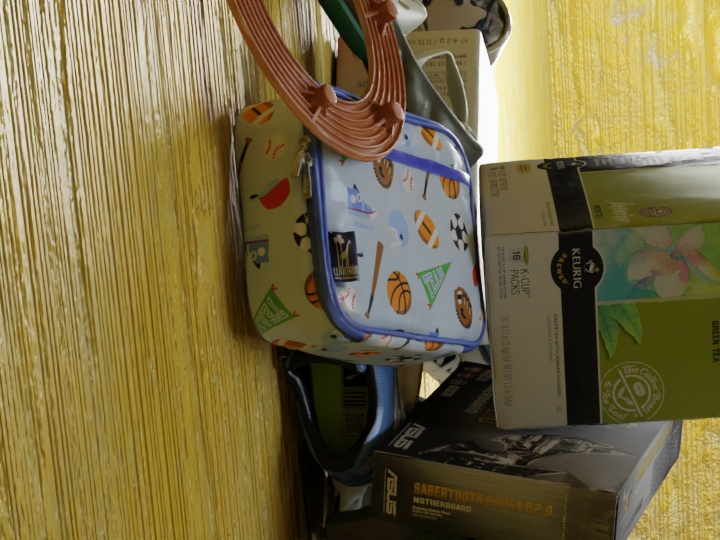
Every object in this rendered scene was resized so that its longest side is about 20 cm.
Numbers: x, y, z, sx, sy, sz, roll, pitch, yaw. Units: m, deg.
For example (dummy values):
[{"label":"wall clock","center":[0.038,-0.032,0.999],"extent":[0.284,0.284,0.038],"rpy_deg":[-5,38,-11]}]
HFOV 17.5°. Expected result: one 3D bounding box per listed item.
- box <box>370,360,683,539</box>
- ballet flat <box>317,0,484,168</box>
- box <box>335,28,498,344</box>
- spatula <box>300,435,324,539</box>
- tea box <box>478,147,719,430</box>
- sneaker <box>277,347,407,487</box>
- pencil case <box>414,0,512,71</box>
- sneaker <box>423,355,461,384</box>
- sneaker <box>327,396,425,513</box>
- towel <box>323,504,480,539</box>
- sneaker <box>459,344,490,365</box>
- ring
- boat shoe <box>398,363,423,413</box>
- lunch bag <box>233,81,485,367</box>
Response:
[{"label":"box","center":[0.111,0.118,1.498],"extent":[0.200,0.157,0.049],"rpy_deg":[-36,131,-65]},{"label":"ballet flat","center":[0.025,-0.149,1.586],"extent":[0.201,0.063,0.067],"rpy_deg":[62,-12,-22]},{"label":"box","center":[0.040,-0.058,1.698],"extent":[0.128,0.108,0.202],"rpy_deg":[66,24,-67]},{"label":"spatula","center":[-0.035,0.182,1.469],"extent":[0.057,0.020,0.201],"rpy_deg":[79,13,-47]},{"label":"tea box","center":[0.178,0.007,1.531],"extent":[0.200,0.195,0.135],"rpy_deg":[-82,167,-74]},{"label":"sneaker","center":[-0.009,0.036,1.476],"extent":[0.089,0.078,0.202],"rpy_deg":[19,64,-77]},{"label":"pencil case","center":[0.069,-0.147,1.847],"extent":[0.201,0.077,0.090],"rpy_deg":[101,11,-56]},{"label":"sneaker","center":[0.086,0.067,1.801],"extent":[0.072,0.199,0.072],"rpy_deg":[-56,-149,7]},{"label":"sneaker","center":[0.020,0.151,1.627],"extent":[0.201,0.079,0.074],"rpy_deg":[86,7,-54]},{"label":"towel","center":[0.041,0.179,1.477],"extent":[0.200,0.148,0.031],"rpy_deg":[-92,160,-76]},{"label":"sneaker","center":[0.106,-0.006,1.774],"extent":[0.077,0.080,0.201],"rpy_deg":[15,48,-44]},{"label":"ring","center":[-0.025,-0.158,1.334],"extent":[0.200,0.019,0.201],"rpy_deg":[44,33,-38]},{"label":"boat shoe","center":[0.000,0.000,1.559],"extent":[0.071,0.069,0.202],"rpy_deg":[117,-33,-67]},{"label":"lunch bag","center":[0.001,-0.028,1.389],"extent":[0.200,0.075,0.162],"rpy_deg":[15,68,-58]}]
